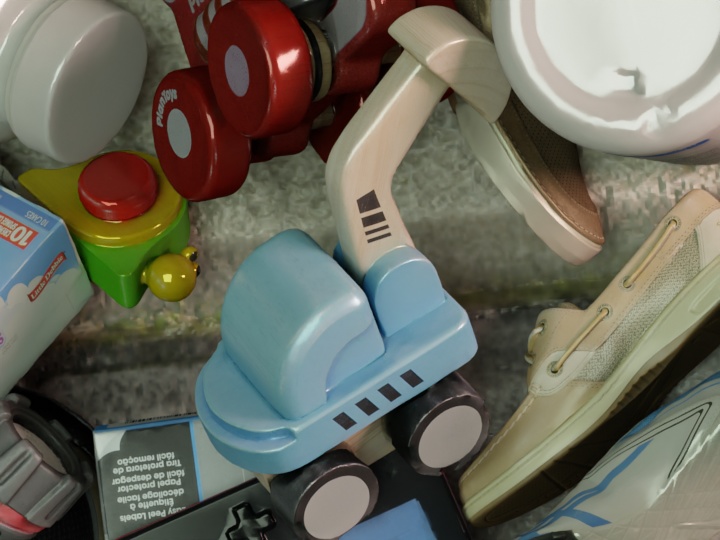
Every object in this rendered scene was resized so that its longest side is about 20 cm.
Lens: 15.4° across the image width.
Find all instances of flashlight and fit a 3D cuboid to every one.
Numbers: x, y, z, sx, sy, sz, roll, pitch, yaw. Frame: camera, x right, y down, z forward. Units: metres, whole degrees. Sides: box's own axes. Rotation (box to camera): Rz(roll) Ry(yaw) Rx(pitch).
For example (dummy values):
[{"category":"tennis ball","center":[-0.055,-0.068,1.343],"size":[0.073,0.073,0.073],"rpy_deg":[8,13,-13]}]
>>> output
[{"category":"flashlight","center":[-0.222,0.151,1.329],"size":[0.200,0.068,0.068],"rpy_deg":[-46,122,10]}]

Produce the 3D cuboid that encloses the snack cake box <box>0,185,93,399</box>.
[{"category":"snack cake box","center":[-0.252,-0.006,1.384],"size":[0.200,0.067,0.115],"rpy_deg":[27,63,28]}]

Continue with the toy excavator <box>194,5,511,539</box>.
[{"category":"toy excavator","center":[0.000,0.000,1.232],"size":[0.194,0.200,0.100],"rpy_deg":[-32,44,-11]}]

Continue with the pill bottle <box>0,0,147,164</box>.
[{"category":"pill bottle","center":[-0.213,-0.133,1.381],"size":[0.200,0.113,0.113],"rpy_deg":[26,98,23]}]

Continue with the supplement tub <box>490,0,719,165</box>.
[{"category":"supplement tub","center":[0.145,-0.115,1.237],"size":[0.131,0.200,0.133],"rpy_deg":[0,90,16]}]

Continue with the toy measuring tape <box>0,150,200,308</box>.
[{"category":"toy measuring tape","center":[-0.148,-0.048,1.409],"size":[0.200,0.073,0.074],"rpy_deg":[39,102,31]}]

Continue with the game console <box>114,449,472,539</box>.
[{"category":"game console","center":[-0.014,0.194,1.305],"size":[0.176,0.031,0.201],"rpy_deg":[-24,90,-7]}]

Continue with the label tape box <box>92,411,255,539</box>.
[{"category":"label tape box","center":[-0.052,0.169,1.350],"size":[0.143,0.066,0.201],"rpy_deg":[-8,86,-4]}]

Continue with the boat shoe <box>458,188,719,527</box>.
[{"category":"boat shoe","center":[0.116,0.045,1.319],"size":[0.200,0.072,0.065],"rpy_deg":[-45,70,10]}]

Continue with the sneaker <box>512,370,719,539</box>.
[{"category":"sneaker","center":[0.132,0.119,1.295],"size":[0.200,0.072,0.072],"rpy_deg":[-36,105,-2]}]

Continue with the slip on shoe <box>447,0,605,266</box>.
[{"category":"slip on shoe","center":[0.076,-0.099,1.328],"size":[0.060,0.076,0.200],"rpy_deg":[-32,74,15]}]

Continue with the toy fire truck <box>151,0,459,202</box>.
[{"category":"toy fire truck","center":[-0.043,-0.138,1.310],"size":[0.200,0.112,0.168],"rpy_deg":[-41,66,59]}]

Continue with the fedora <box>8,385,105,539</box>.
[{"category":"fedora","center":[-0.213,0.159,1.405],"size":[0.200,0.092,0.201],"rpy_deg":[0,90,17]}]
